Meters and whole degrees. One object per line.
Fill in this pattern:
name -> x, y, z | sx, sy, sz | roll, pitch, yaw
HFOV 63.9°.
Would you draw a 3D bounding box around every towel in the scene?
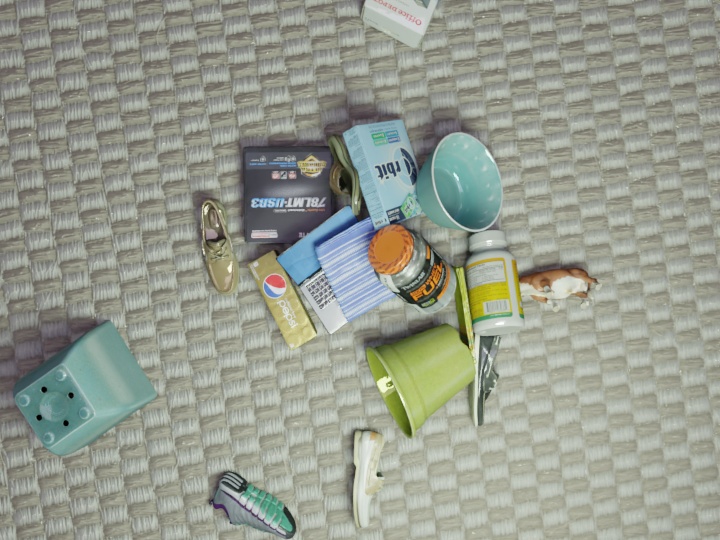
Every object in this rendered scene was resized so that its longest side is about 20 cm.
towel -> 0.217, 0.094, 1.242 | 0.017, 0.086, 0.207 | -9, 92, -6
towel -> 0.000, 0.000, 1.207 | 0.142, 0.024, 0.204 | -27, 121, -6

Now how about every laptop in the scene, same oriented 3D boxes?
laptop -> -0.044, 0.004, 1.211 | 0.185, 0.116, 0.203 | -34, 93, -1

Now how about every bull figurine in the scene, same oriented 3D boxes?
bull figurine -> 0.413, 0.038, 1.240 | 0.194, 0.122, 0.067 | -12, 116, -8

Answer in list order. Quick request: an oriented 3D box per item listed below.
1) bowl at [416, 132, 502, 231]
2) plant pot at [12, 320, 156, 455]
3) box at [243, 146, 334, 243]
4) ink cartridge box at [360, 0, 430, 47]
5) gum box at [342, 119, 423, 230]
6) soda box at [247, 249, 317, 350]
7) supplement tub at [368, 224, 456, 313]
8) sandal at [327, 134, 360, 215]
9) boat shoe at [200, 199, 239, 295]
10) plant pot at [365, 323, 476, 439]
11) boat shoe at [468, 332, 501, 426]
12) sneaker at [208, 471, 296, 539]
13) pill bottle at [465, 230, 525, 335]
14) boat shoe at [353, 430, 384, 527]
bowl -> 0.192, -0.170, 1.202 | 0.196, 0.104, 0.208 | 8, 76, -33
plant pot -> -0.563, 0.247, 1.150 | 0.194, 0.200, 0.199 | -33, 94, -1
box -> -0.151, -0.160, 1.235 | 0.193, 0.050, 0.206 | 0, 90, -3
ink cartridge box -> 0.103, -0.603, 1.216 | 0.142, 0.088, 0.205 | 24, 92, -4
gum box -> 0.060, -0.202, 1.193 | 0.044, 0.168, 0.206 | -16, 94, 40
soda box -> -0.164, 0.062, 1.232 | 0.066, 0.064, 0.204 | -27, 93, -2
supplement tub -> 0.105, -0.003, 1.169 | 0.124, 0.122, 0.199 | -55, 137, -1
sandal -> -0.040, -0.185, 1.150 | 0.056, 0.081, 0.204 | -15, 53, -10
boat shoe -> -0.303, -0.048, 1.221 | 0.070, 0.065, 0.207 | -9, 92, -3
plant pot -> 0.133, 0.210, 1.204 | 0.180, 0.200, 0.205 | -26, 93, -13
boat shoe -> 0.271, 0.238, 1.256 | 0.065, 0.072, 0.207 | 5, 90, 1
sneaker -> -0.232, 0.527, 1.249 | 0.197, 0.074, 0.089 | 35, 104, 6
pill bottle -> 0.278, 0.026, 1.215 | 0.109, 0.113, 0.207 | -4, 74, -3
boat shoe -> 0.019, 0.453, 1.248 | 0.066, 0.075, 0.207 | 1, 91, 3
